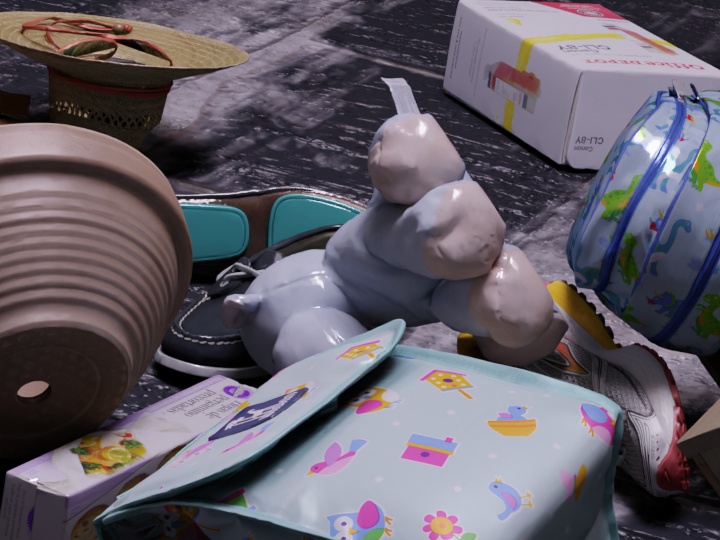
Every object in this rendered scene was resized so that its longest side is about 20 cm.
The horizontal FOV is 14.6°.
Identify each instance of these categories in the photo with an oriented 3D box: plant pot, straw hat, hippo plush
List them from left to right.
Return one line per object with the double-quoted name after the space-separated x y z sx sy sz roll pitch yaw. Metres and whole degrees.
-0.174 0.028 1.417 0.201 0.201 0.093 0 45 -27 "plant pot"
-0.179 -0.123 1.984 0.201 0.085 0.201 8 13 -2 "straw hat"
0.000 0.000 1.561 0.200 0.161 0.159 58 2 34 "hippo plush"

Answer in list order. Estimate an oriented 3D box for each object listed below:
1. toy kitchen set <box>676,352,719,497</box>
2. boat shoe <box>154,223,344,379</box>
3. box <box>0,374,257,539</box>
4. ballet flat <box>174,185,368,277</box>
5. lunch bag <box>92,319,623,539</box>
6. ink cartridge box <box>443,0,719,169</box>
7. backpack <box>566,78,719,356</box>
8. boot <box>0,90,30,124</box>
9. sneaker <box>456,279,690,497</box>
0.249 0.115 1.553 0.200 0.163 0.180 -40 6 -36 "toy kitchen set"
-0.056 0.016 1.678 0.076 0.060 0.200 18 20 20 "boat shoe"
-0.112 0.100 1.435 0.039 0.041 0.200 20 20 24 "box"
-0.065 -0.025 1.793 0.200 0.068 0.068 8 8 -6 "ballet flat"
-0.001 0.111 1.306 0.200 0.122 0.170 19 37 27 "lunch bag"
0.179 -0.150 2.255 0.145 0.083 0.200 0 21 -29 "ink cartridge box"
0.186 -0.027 1.594 0.154 0.163 0.200 28 12 -16 "backpack"
-0.330 -0.139 1.978 0.200 0.069 0.188 7 19 -13 "boot"
0.123 0.078 1.601 0.082 0.078 0.200 -20 29 -19 "sneaker"
